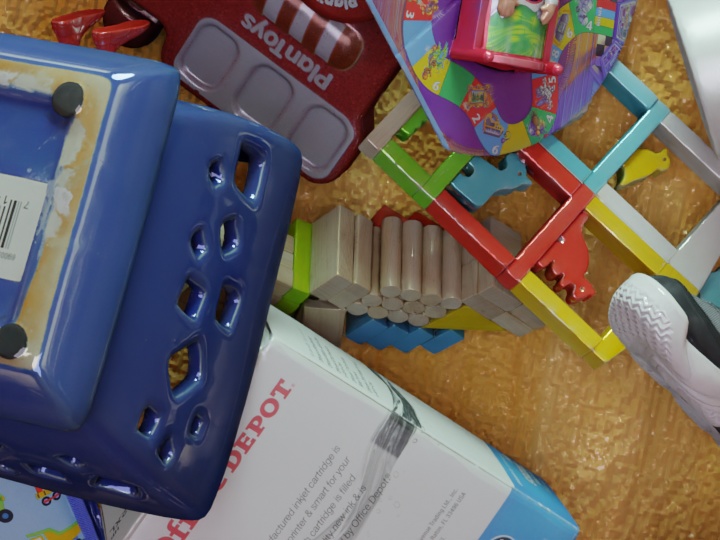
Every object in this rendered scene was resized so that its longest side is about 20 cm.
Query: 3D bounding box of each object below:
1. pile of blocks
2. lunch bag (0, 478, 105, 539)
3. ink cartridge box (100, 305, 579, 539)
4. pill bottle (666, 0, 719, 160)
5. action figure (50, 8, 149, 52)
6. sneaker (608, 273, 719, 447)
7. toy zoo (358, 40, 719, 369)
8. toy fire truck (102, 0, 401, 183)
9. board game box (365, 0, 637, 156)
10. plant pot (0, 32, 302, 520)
[{"bbox_3d":[0.000,0.000,1.476,0.200,0.082,0.062,6,54,-5],"label":"pile of blocks"},{"bbox_3d":[-0.225,0.119,1.490,0.150,0.094,0.200,-19,104,3],"label":"lunch bag"},{"bbox_3d":[-0.013,0.129,1.444,0.200,0.084,0.145,33,99,-17],"label":"ink cartridge box"},{"bbox_3d":[0.262,-0.127,1.406,0.200,0.114,0.114,-18,94,6],"label":"pill bottle"},{"bbox_3d":[-0.124,-0.035,1.470,0.065,0.052,0.200,16,115,42],"label":"action figure"},{"bbox_3d":[0.207,0.032,1.415,0.114,0.075,0.200,-48,134,-2],"label":"sneaker"},{"bbox_3d":[0.114,-0.042,1.446,0.200,0.020,0.131,44,71,-1],"label":"toy zoo"},{"bbox_3d":[-0.055,-0.158,1.439,0.200,0.112,0.168,35,116,1],"label":"toy fire truck"},{"bbox_3d":[0.079,-0.152,1.377,0.158,0.039,0.200,-44,123,-24],"label":"board game box"},{"bbox_3d":[-0.161,-0.009,1.318,0.200,0.180,0.200,12,79,19],"label":"plant pot"}]
